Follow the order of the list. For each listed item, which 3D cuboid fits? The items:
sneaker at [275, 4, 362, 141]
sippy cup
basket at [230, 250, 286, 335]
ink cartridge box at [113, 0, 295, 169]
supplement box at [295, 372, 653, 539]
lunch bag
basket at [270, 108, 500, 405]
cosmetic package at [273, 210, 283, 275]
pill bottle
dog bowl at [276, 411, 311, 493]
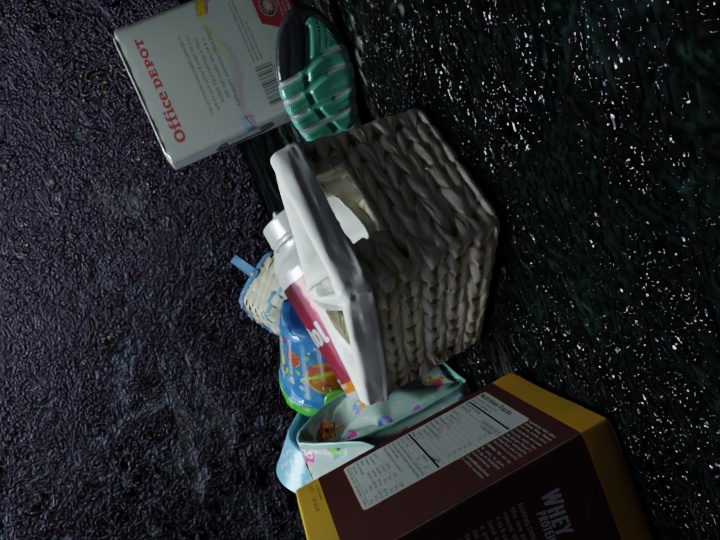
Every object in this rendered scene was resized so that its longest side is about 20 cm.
[{"bbox_3d":[-0.037,-0.158,0.619,0.088,0.073,0.204,-121,10,-60],"label":"sneaker"},{"bbox_3d":[-0.047,0.092,0.791,0.176,0.139,0.133,27,142,32],"label":"sippy cup"},{"bbox_3d":[-0.147,0.047,1.180,0.176,0.141,0.198,40,168,-38],"label":"basket"},{"bbox_3d":[-0.153,-0.224,0.707,0.151,0.196,0.086,66,170,-6],"label":"ink cartridge box"},{"bbox_3d":[0.087,0.216,0.431,0.201,0.196,0.133,66,170,-7],"label":"supplement box"},{"bbox_3d":[0.041,0.212,0.692,0.174,0.196,0.122,69,170,-21],"label":"lunch bag"},{"bbox_3d":[0.022,-0.006,0.492,0.202,0.121,0.137,82,161,-58],"label":"basket"},{"bbox_3d":[-0.071,-0.011,0.993,0.200,0.079,0.116,47,140,50],"label":"cosmetic package"},{"bbox_3d":[-0.016,0.023,0.655,0.203,0.112,0.113,58,170,3],"label":"pill bottle"},{"bbox_3d":[-0.039,0.211,0.806,0.200,0.108,0.051,-57,-25,-72],"label":"dog bowl"}]
